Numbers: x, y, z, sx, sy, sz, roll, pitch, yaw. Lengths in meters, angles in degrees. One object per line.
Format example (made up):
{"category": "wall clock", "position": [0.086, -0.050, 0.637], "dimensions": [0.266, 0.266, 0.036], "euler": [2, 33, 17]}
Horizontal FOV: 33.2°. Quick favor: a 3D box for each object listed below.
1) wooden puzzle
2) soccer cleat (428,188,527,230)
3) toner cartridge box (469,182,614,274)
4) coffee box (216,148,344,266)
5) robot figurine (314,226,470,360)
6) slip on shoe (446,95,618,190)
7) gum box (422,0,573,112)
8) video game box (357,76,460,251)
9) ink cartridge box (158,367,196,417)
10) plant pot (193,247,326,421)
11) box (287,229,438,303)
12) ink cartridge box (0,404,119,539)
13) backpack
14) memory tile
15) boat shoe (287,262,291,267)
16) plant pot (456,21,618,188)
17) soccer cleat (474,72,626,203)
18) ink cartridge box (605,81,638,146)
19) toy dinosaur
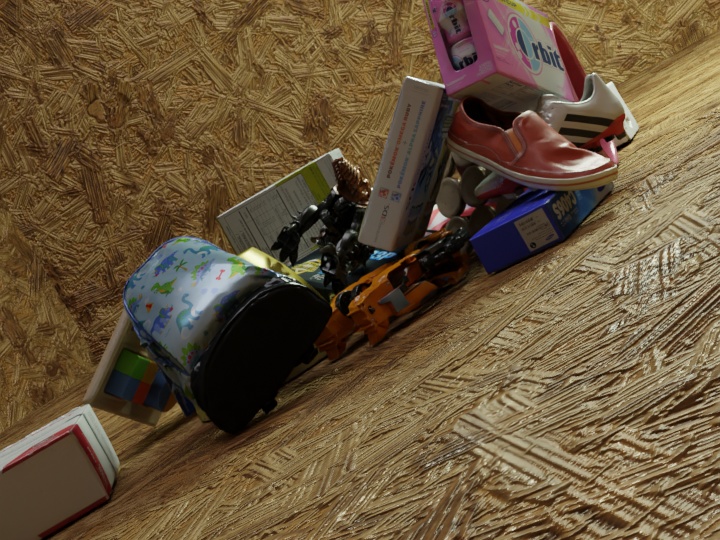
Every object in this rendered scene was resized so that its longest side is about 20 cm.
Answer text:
{"category": "wooden puzzle", "position": [-0.249, 0.098, 1.493], "dimensions": [0.186, 0.046, 0.200], "euler": [-67, -19, -8]}
{"category": "soccer cleat", "position": [0.174, -0.083, 1.605], "dimensions": [0.199, 0.068, 0.073], "euler": [-26, 28, -3]}
{"category": "toner cartridge box", "position": [0.195, -0.062, 1.276], "dimensions": [0.095, 0.043, 0.200], "euler": [-25, 6, 32]}
{"category": "coffee box", "position": [-0.074, -0.048, 1.824], "dimensions": [0.197, 0.201, 0.200], "euler": [-30, 4, 6]}
{"category": "robot figurine", "position": [0.038, 0.019, 1.286], "dimensions": [0.200, 0.058, 0.145], "euler": [-35, 7, -41]}
{"category": "slip on shoe", "position": [0.172, -0.129, 1.237], "dimensions": [0.199, 0.061, 0.074], "euler": [26, 36, 35]}
{"category": "gum box", "position": [0.152, -0.242, 1.337], "dimensions": [0.066, 0.114, 0.200], "euler": [-23, -15, 31]}
{"category": "video game box", "position": [0.062, -0.120, 1.358], "dimensions": [0.200, 0.047, 0.183], "euler": [-26, -44, -75]}
{"category": "ink cartridge box", "position": [-0.168, 0.094, 1.504], "dimensions": [0.039, 0.100, 0.200], "euler": [-23, 9, 38]}
{"category": "plant pot", "position": [-0.130, 0.059, 1.377], "dimensions": [0.199, 0.142, 0.200], "euler": [-29, 4, 2]}
{"category": "box", "position": [0.000, 0.000, 1.514], "dimensions": [0.159, 0.046, 0.200], "euler": [-31, 20, -25]}
{"category": "ink cartridge box", "position": [-0.336, 0.221, 1.264], "dimensions": [0.146, 0.083, 0.200], "euler": [-30, 5, -6]}
{"category": "backpack", "position": [-0.149, 0.049, 1.215], "dimensions": [0.163, 0.154, 0.200], "euler": [-50, 24, -8]}
{"category": "memory tile", "position": [0.134, -0.124, 1.446], "dimensions": [0.017, 0.201, 0.153], "euler": [-5, -12, -35]}
{"category": "boat shoe", "position": [-0.087, 0.033, 1.652], "dimensions": [0.201, 0.086, 0.075], "euler": [-34, -34, -3]}
{"category": "plant pot", "position": [0.204, -0.186, 1.527], "dimensions": [0.178, 0.201, 0.200], "euler": [-24, 6, 20]}
{"category": "soccer cleat", "position": [0.200, -0.144, 1.323], "dimensions": [0.199, 0.085, 0.069], "euler": [-30, 5, -12]}
{"category": "ink cartridge box", "position": [0.297, -0.190, 1.781], "dimensions": [0.199, 0.084, 0.145], "euler": [-28, 5, 22]}
{"category": "toy dinosaur", "position": [-0.025, -0.058, 1.361], "dimensions": [0.102, 0.200, 0.136], "euler": [19, 57, 39]}
